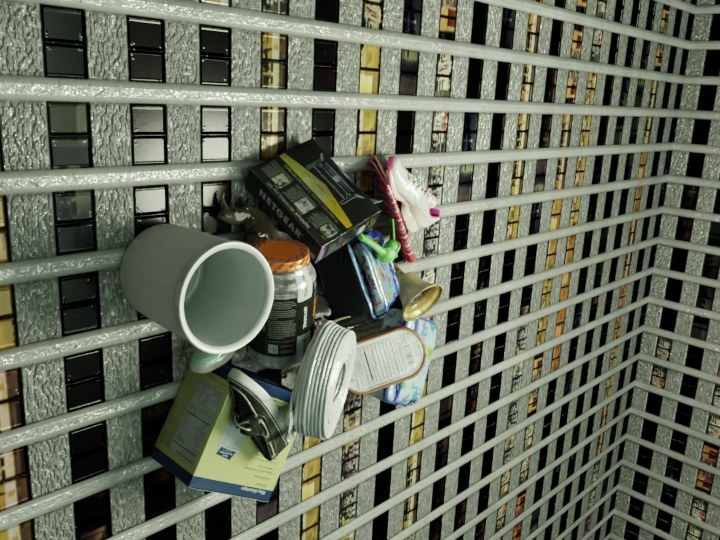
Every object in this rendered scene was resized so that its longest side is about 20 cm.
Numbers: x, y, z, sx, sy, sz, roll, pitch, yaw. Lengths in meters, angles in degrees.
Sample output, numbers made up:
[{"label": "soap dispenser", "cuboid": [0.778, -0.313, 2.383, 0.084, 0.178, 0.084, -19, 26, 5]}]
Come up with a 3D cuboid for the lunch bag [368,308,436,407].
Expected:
[{"label": "lunch bag", "cuboid": [0.090, 0.193, 1.466, 0.160, 0.082, 0.203, 28, 78, -54]}]

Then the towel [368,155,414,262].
[{"label": "towel", "cuboid": [0.067, -0.127, 1.418, 0.022, 0.145, 0.202, -21, 125, 0]}]

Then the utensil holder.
[{"label": "utensil holder", "cuboid": [-0.261, 0.019, 1.051, 0.169, 0.198, 0.173, -17, 115, -42]}]

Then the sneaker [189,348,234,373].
[{"label": "sneaker", "cuboid": [-0.246, 0.076, 1.166, 0.201, 0.073, 0.119, -56, 143, -41]}]

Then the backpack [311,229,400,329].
[{"label": "backpack", "cuboid": [0.000, 0.000, 1.330, 0.200, 0.133, 0.185, -41, 114, -67]}]

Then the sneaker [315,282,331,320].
[{"label": "sneaker", "cuboid": [-0.104, 0.060, 1.325, 0.199, 0.072, 0.072, 23, 78, -49]}]

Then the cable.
[{"label": "cable", "cuboid": [-0.061, 0.191, 1.169, 0.200, 0.068, 0.203, -23, 125, -76]}]

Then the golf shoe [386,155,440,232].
[{"label": "golf shoe", "cuboid": [0.117, -0.174, 1.468, 0.076, 0.090, 0.201, -82, 154, -42]}]

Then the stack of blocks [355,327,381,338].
[{"label": "stack of blocks", "cuboid": [0.019, 0.198, 1.485, 0.199, 0.058, 0.117, -3, 105, -58]}]

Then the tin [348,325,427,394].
[{"label": "tin", "cuboid": [0.041, 0.182, 1.367, 0.197, 0.042, 0.114, -18, 86, -10]}]

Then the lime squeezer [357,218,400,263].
[{"label": "lime squeezer", "cuboid": [0.043, -0.050, 1.254, 0.038, 0.071, 0.200, -45, 175, 23]}]

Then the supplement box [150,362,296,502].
[{"label": "supplement box", "cuboid": [-0.232, 0.284, 1.213, 0.199, 0.133, 0.202, 32, 78, -46]}]

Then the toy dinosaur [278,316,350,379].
[{"label": "toy dinosaur", "cuboid": [-0.102, 0.151, 1.278, 0.100, 0.058, 0.202, 8, 118, -38]}]

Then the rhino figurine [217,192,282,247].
[{"label": "rhino figurine", "cuboid": [-0.187, -0.058, 1.201, 0.087, 0.060, 0.201, -42, 113, -16]}]

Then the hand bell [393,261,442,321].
[{"label": "hand bell", "cuboid": [0.075, -0.001, 1.418, 0.103, 0.201, 0.105, -28, 150, -18]}]

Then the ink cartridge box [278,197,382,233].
[{"label": "ink cartridge box", "cuboid": [-0.056, -0.107, 1.307, 0.199, 0.099, 0.040, -22, 117, -40]}]

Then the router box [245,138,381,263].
[{"label": "router box", "cuboid": [-0.085, -0.129, 1.204, 0.157, 0.200, 0.052, -32, 163, -36]}]

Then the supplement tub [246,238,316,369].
[{"label": "supplement tub", "cuboid": [-0.137, 0.056, 1.148, 0.122, 0.122, 0.203, -22, 128, -41]}]

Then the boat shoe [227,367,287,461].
[{"label": "boat shoe", "cuboid": [-0.174, 0.245, 1.113, 0.064, 0.070, 0.201, -48, 132, -28]}]
